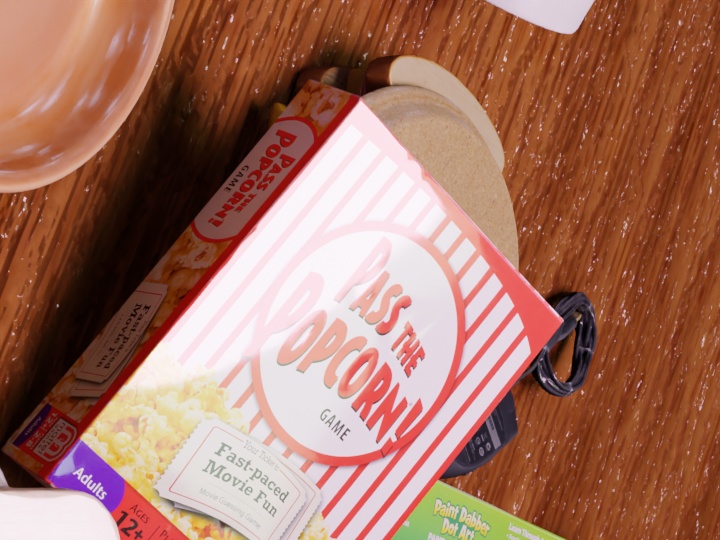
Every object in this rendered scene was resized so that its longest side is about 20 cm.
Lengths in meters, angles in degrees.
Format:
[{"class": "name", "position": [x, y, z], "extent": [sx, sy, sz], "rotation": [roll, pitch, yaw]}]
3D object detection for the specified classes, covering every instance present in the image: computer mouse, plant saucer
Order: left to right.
[{"class": "plant saucer", "position": [-0.139, -0.131, 1.092], "extent": [0.200, 0.037, 0.201], "rotation": [-15, 108, -55]}, {"class": "computer mouse", "position": [0.069, 0.055, 1.461], "extent": [0.200, 0.034, 0.059], "rotation": [-29, 104, -57]}]

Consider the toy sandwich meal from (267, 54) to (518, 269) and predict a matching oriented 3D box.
[{"class": "toy sandwich meal", "position": [0.000, 0.000, 1.308], "extent": [0.205, 0.070, 0.206], "rotation": [-15, 110, -51]}]

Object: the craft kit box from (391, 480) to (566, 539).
[{"class": "craft kit box", "position": [0.021, 0.203, 1.401], "extent": [0.200, 0.048, 0.198], "rotation": [30, 74, -55]}]

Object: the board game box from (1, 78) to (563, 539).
[{"class": "board game box", "position": [-0.029, 0.046, 1.198], "extent": [0.200, 0.046, 0.152], "rotation": [-51, 123, -10]}]

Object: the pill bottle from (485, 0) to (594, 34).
[{"class": "pill bottle", "position": [0.105, -0.218, 1.328], "extent": [0.113, 0.113, 0.201], "rotation": [5, 117, -57]}]

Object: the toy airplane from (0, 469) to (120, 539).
[{"class": "toy airplane", "position": [-0.195, 0.110, 0.983], "extent": [0.200, 0.141, 0.200], "rotation": [38, 51, -15]}]
